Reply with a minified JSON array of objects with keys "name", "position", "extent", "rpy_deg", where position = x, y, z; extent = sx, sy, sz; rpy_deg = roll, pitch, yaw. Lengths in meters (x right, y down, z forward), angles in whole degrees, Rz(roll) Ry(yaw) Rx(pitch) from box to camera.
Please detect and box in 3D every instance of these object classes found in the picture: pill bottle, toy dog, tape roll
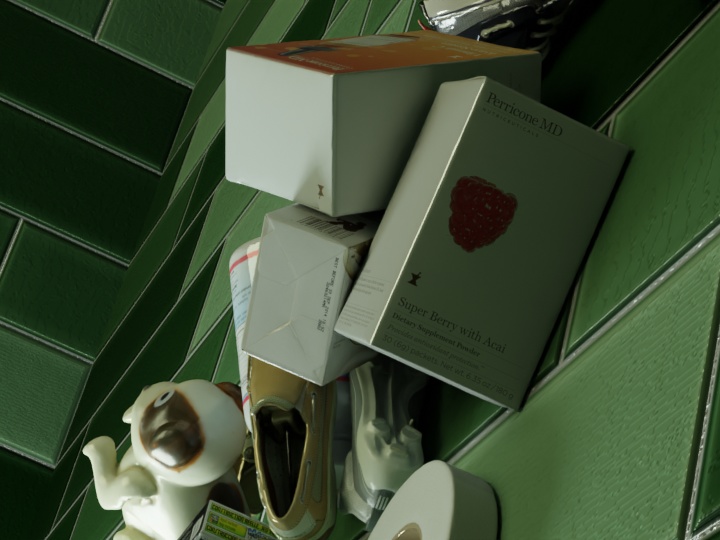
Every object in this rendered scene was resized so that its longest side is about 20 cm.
[{"name":"pill bottle","position":[-0.046,0.075,1.704],"extent":[0.109,0.108,0.202],"rpy_deg":[136,131,-58]},{"name":"toy dog","position":[-0.159,0.189,1.832],"extent":[0.139,0.193,0.201],"rpy_deg":[-25,-47,-40]},{"name":"tape roll","position":[0.031,0.228,1.404],"extent":[0.204,0.037,0.203],"rpy_deg":[-59,14,25]}]

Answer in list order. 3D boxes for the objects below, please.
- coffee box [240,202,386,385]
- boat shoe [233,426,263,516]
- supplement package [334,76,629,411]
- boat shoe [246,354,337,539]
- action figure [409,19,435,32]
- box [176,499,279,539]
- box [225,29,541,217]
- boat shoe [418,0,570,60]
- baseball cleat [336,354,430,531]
[{"name":"coffee box","position":[0.000,0.000,1.597],"extent":[0.200,0.079,0.114],"rpy_deg":[-23,-50,-57]},{"name":"boat shoe","position":[-0.078,0.144,1.960],"extent":[0.063,0.073,0.202],"rpy_deg":[-2,54,42]},{"name":"supplement package","position":[0.083,-0.021,1.459],"extent":[0.201,0.121,0.120],"rpy_deg":[-67,13,-3]},{"name":"boat shoe","position":[-0.057,0.108,1.590],"extent":[0.076,0.071,0.201],"rpy_deg":[48,-153,-60]},{"name":"action figure","position":[0.108,-0.225,1.806],"extent":[0.201,0.098,0.065],"rpy_deg":[-61,2,29]},{"name":"box","position":[-0.123,0.277,1.784],"extent":[0.200,0.109,0.035],"rpy_deg":[-51,19,47]},{"name":"box","position":[0.017,-0.118,1.592],"extent":[0.152,0.199,0.107],"rpy_deg":[20,114,51]},{"name":"boat shoe","position":[0.146,-0.212,1.709],"extent":[0.199,0.093,0.075],"rpy_deg":[-10,23,45]},{"name":"baseball cleat","position":[0.010,0.126,1.616],"extent":[0.200,0.069,0.107],"rpy_deg":[-81,13,-62]}]
